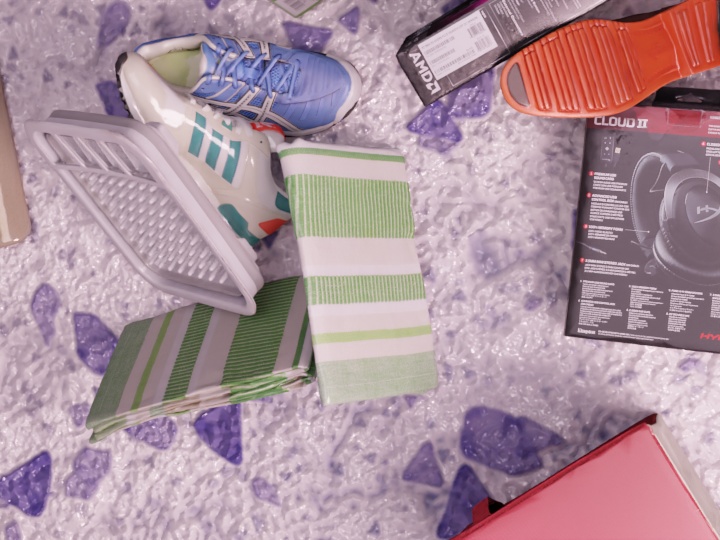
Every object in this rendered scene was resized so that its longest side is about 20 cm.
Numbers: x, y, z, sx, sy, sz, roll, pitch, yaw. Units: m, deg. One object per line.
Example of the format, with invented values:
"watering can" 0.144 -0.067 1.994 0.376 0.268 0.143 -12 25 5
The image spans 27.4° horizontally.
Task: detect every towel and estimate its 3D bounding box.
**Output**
"towel" -0.118 0.066 1.193 0.199 0.153 0.023 -17 120 18
"towel" 0.000 0.000 1.154 0.023 0.152 0.201 -14 82 35

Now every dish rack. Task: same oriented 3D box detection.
"dish rack" -0.165 -0.054 1.179 0.171 0.200 0.044 11 54 47

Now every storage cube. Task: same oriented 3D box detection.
"storage cube" 0.186 0.228 1.086 0.179 0.171 0.201 -34 79 10

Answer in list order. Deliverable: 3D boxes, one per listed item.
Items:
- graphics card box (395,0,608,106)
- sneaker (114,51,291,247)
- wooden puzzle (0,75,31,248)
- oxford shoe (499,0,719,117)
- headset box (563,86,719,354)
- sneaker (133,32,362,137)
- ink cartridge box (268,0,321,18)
"graphics card box" 0.125 -0.203 1.139 0.199 0.126 0.051 -30 101 13
"sneaker" -0.116 -0.110 1.201 0.093 0.070 0.200 -33 117 5
"wooden puzzle" -0.407 -0.093 1.322 0.199 0.046 0.186 -14 84 14
"oxford shoe" 0.190 -0.156 1.114 0.199 0.073 0.072 -15 95 -16
"headset box" 0.241 -0.040 1.129 0.148 0.077 0.201 5 88 15
"sneaker" -0.098 -0.155 1.225 0.199 0.077 0.076 5 88 14
"ink cartridge box" -0.095 -0.313 1.216 0.059 0.104 0.201 -33 80 11
